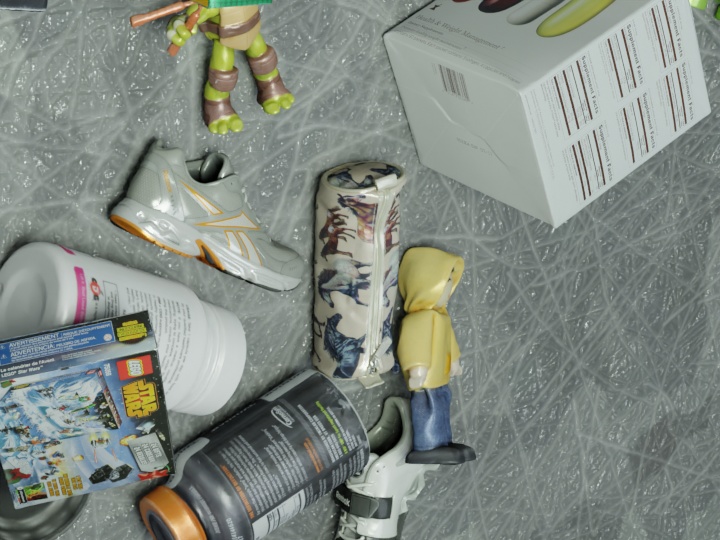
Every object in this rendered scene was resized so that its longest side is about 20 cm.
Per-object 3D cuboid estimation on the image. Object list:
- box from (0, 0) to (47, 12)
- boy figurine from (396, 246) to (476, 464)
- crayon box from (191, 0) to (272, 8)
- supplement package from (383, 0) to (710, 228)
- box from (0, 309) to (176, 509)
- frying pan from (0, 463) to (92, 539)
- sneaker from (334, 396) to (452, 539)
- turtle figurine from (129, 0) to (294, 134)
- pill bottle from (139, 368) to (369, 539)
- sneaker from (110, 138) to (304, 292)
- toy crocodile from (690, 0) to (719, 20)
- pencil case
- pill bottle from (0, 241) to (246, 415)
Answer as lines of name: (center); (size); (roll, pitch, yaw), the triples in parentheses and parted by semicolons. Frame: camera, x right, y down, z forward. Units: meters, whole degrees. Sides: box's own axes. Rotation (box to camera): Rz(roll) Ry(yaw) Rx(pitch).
box: (-0.284, -0.295, 1.351); (0.104, 0.182, 0.201); (-3, 111, -39)
boy figurine: (0.070, 0.079, 1.862); (0.124, 0.064, 0.202); (10, 78, -69)
crayon box: (-0.136, -0.274, 1.469); (0.058, 0.200, 0.120); (-10, 116, -35)
supplement package: (0.166, -0.174, 1.769); (0.200, 0.191, 0.148); (-35, 129, -23)
box: (-0.219, 0.111, 1.558); (0.136, 0.040, 0.201); (-11, 147, -8)
frying pan: (-0.298, 0.160, 1.646); (0.190, 0.031, 0.115); (36, 85, -39)
sneaker: (0.005, 0.210, 1.894); (0.088, 0.074, 0.201); (38, 72, -41)
turtle figurine: (-0.109, -0.194, 1.621); (0.200, 0.064, 0.162); (-34, 136, -34)
pill bottle: (-0.097, 0.180, 1.770); (0.199, 0.106, 0.107); (-32, 127, -25)
sneaker: (-0.112, -0.046, 1.681); (0.199, 0.075, 0.093); (24, 89, -44)
toy crocodile: (0.362, -0.281, 1.971); (0.199, 0.062, 0.068); (13, 101, -42)
pencil case: (0.000, 0.000, 1.781); (0.077, 0.089, 0.201); (-14, 117, -37)
pill bottle: (-0.196, 0.054, 1.627); (0.199, 0.113, 0.114); (18, 97, -42)
